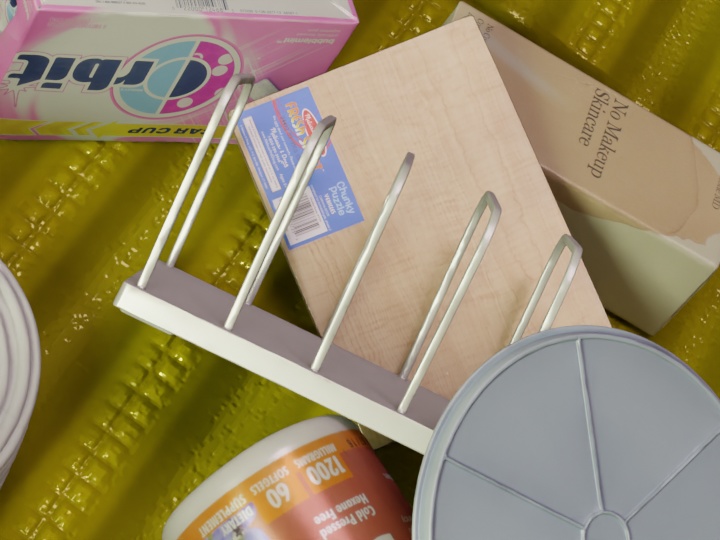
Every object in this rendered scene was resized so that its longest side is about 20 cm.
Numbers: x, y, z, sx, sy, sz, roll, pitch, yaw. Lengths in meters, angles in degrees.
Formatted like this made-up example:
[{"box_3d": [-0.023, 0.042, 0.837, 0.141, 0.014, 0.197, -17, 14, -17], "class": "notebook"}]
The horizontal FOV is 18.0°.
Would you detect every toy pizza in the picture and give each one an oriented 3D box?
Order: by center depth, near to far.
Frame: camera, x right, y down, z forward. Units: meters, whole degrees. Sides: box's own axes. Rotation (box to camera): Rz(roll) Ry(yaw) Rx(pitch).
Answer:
[{"box_3d": [0.107, 0.126, 1.064, 0.199, 0.032, 0.202, 5, 79, -28], "class": "toy pizza"}]

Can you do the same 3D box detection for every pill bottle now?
[{"box_3d": [0.001, 0.178, 1.075, 0.112, 0.112, 0.201, -21, 69, -38], "class": "pill bottle"}]

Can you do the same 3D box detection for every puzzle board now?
[{"box_3d": [0.033, -0.022, 1.239, 0.150, 0.017, 0.201, -22, 82, -10], "class": "puzzle board"}]

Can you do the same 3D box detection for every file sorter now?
[{"box_3d": [0.000, 0.000, 1.136, 0.199, 0.125, 0.139, 26, 5, -1], "class": "file sorter"}]

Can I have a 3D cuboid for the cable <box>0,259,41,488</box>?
[{"box_3d": [-0.248, 0.042, 1.063, 0.200, 0.069, 0.200, 38, 48, 0], "class": "cable"}]

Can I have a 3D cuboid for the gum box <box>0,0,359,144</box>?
[{"box_3d": [-0.116, -0.127, 1.227, 0.199, 0.114, 0.066, -1, 58, -30], "class": "gum box"}]

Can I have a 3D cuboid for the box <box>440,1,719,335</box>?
[{"box_3d": [0.115, -0.059, 1.331, 0.199, 0.078, 0.095, 28, 49, -8], "class": "box"}]
